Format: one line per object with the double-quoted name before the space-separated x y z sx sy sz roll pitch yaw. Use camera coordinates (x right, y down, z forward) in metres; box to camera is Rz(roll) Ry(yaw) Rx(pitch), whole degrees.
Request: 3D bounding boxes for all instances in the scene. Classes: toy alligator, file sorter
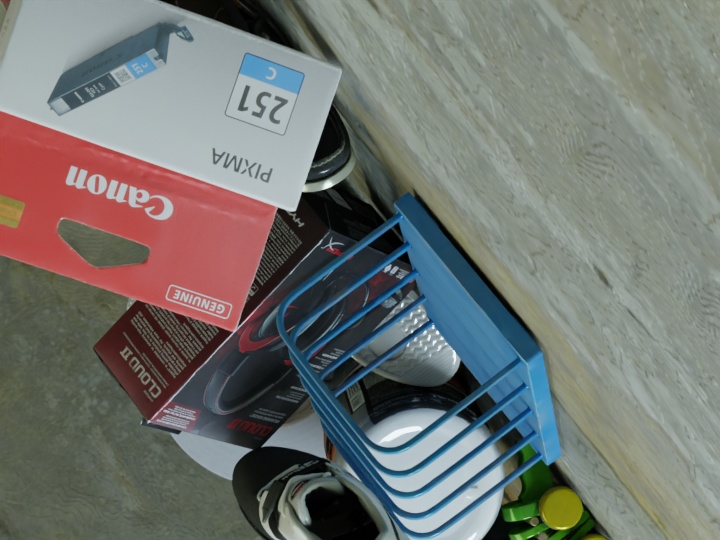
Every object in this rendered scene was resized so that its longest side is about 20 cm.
"toy alligator" 0.154 0.212 1.747 0.200 0.054 0.059 55 173 -7
"file sorter" 0.037 0.072 1.591 0.139 0.123 0.200 50 172 22

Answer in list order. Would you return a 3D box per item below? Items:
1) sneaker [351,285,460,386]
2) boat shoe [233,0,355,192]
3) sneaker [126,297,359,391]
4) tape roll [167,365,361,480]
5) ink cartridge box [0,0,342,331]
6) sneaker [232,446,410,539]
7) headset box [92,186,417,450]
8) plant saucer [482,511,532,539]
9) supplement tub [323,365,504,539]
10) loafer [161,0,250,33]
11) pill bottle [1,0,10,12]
"sneaker" 0.000 -0.001 1.784 0.200 0.074 0.118 35 -156 4
"boat shoe" -0.075 -0.126 1.588 0.200 0.072 0.068 50 166 32
"sneaker" -0.066 0.034 1.824 0.114 0.199 0.076 56 144 39
"tape roll" -0.076 0.070 1.991 0.201 0.200 0.066 55 172 -12
"ink cartridge box" -0.132 -0.072 1.475 0.199 0.177 0.045 18 -178 -15
"sneaker" -0.026 0.154 1.627 0.200 0.074 0.089 32 159 45
"headset box" -0.072 0.034 1.654 0.075 0.200 0.149 50 -167 27
"plant saucer" 0.081 0.211 1.826 0.201 0.200 0.039 -148 55 -71
"supplement tub" 0.036 0.133 1.814 0.123 0.122 0.200 55 -177 -11
"loafer" -0.140 -0.197 1.568 0.071 0.073 0.200 12 -145 -55
"pill bottle" -0.189 -0.158 1.875 0.201 0.115 0.116 66 170 -12
